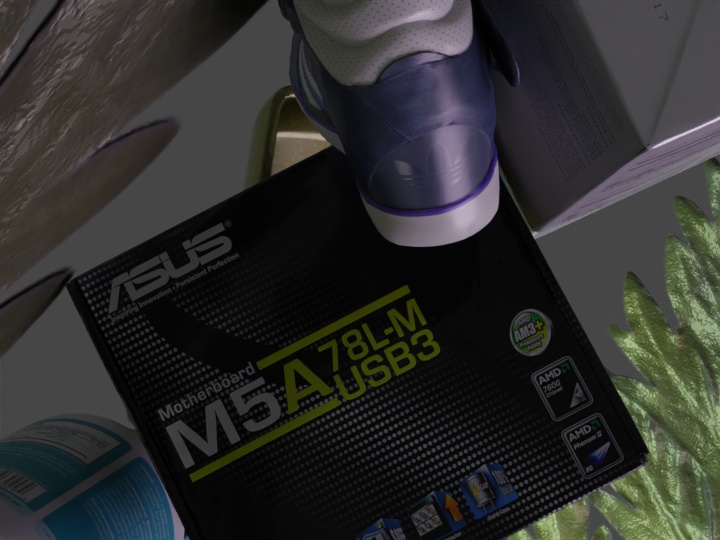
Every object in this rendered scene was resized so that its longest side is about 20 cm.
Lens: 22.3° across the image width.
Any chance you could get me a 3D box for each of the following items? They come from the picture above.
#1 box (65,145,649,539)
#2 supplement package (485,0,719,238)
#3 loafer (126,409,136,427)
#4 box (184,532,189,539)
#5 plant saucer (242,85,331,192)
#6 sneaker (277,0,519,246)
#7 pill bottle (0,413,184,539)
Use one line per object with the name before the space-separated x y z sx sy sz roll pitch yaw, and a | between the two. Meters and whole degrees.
box | -0.002 0.046 0.824 0.199 0.194 0.048 -26 173 -2
supplement package | 0.126 -0.125 0.784 0.150 0.152 0.200 -24 175 -10
loafer | -0.089 0.058 1.058 0.076 0.067 0.200 -48 172 -22
box | -0.111 0.136 1.016 0.200 0.082 0.049 -37 141 25
plant saucer | 0.000 0.000 0.964 0.199 0.048 0.201 -2 107 -44
sneaker | 0.004 -0.116 0.752 0.080 0.147 0.200 -16 -146 -3
pill bottle | -0.154 0.134 0.879 0.111 0.111 0.200 -53 171 19
